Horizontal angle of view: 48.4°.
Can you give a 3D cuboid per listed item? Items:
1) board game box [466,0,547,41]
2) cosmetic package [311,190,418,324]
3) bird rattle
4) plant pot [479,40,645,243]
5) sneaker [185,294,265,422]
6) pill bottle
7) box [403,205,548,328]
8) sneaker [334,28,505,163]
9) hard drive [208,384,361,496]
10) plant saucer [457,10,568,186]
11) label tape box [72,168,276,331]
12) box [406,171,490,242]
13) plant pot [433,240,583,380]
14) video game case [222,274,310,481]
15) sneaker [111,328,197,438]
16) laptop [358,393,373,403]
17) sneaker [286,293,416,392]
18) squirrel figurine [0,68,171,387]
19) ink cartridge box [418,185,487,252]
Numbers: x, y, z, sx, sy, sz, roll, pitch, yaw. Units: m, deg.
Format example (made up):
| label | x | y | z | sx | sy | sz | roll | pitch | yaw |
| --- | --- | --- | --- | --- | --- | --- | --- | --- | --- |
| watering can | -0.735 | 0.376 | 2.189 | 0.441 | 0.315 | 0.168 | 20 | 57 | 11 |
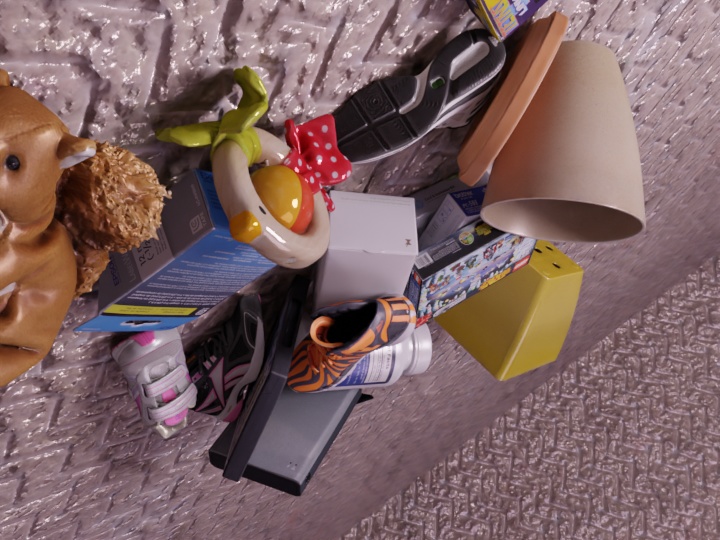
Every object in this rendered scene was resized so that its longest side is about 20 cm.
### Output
| label | x | y | z | sx | sy | sz | roll | pitch | yaw |
| --- | --- | --- | --- | --- | --- | --- | --- | --- | --- |
| board game box | 0.146 | -0.312 | 0.688 | 0.165 | 0.057 | 0.200 | -40 | 158 | 10 |
| cosmetic package | 0.000 | 0.000 | 0.977 | 0.106 | 0.086 | 0.201 | 5 | 145 | -8 |
| bird rattle | -0.079 | -0.074 | 0.696 | 0.111 | 0.165 | 0.200 | -24 | 152 | 19 |
| plant pot | 0.243 | -0.153 | 0.932 | 0.184 | 0.204 | 0.187 | 8 | 170 | 2 |
| sneaker | -0.177 | 0.117 | 1.006 | 0.085 | 0.081 | 0.202 | 9 | 123 | -23 |
| pill bottle | -0.004 | 0.108 | 1.120 | 0.197 | 0.112 | 0.112 | 0 | 142 | -26 |
| box | 0.148 | -0.012 | 1.057 | 0.198 | 0.040 | 0.138 | -29 | 155 | -15 |
| sneaker | 0.064 | -0.157 | 0.835 | 0.199 | 0.076 | 0.115 | -32 | 162 | -1 |
| hard drive | -0.099 | 0.209 | 1.106 | 0.200 | 0.137 | 0.033 | -53 | 149 | -49 |
| plant saucer | 0.157 | -0.187 | 0.864 | 0.202 | 0.032 | 0.200 | -60 | -178 | 3 |
| label tape box | -0.170 | -0.010 | 0.776 | 0.198 | 0.067 | 0.143 | -30 | 162 | 26 |
| box | 0.082 | -0.052 | 1.104 | 0.198 | 0.041 | 0.157 | -26 | 155 | -24 |
| plant pot | 0.257 | 0.037 | 1.350 | 0.198 | 0.200 | 0.178 | -9 | 134 | -48 |
| video game case | -0.118 | 0.134 | 1.011 | 0.182 | 0.025 | 0.202 | -81 | -166 | -53 |
| sneaker | -0.229 | 0.130 | 0.934 | 0.081 | 0.089 | 0.201 | -28 | 155 | -19 |
| laptop | -0.104 | 0.264 | 1.341 | 0.198 | 0.105 | 0.176 | 1 | -173 | 41 |
| sneaker | -0.039 | 0.082 | 0.928 | 0.199 | 0.078 | 0.111 | -37 | 157 | 27 |
| squirrel figurine | -0.239 | -0.047 | 0.574 | 0.199 | 0.141 | 0.188 | -29 | 150 | -55 |
| ink cartridge box | 0.117 | -0.027 | 1.093 | 0.093 | 0.044 | 0.201 | -15 | 148 | -39 |
